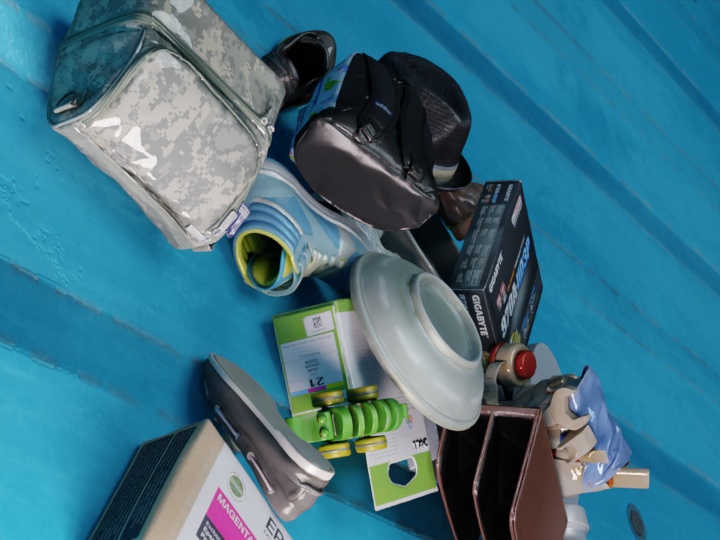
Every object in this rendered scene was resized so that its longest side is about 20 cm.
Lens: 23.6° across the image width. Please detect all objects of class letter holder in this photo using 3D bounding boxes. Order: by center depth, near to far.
[{"bbox_3d":[0.141,0.254,1.770,0.201,0.099,0.143,71,28,-46],"label":"letter holder"}]

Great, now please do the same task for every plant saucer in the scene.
[{"bbox_3d":[0.070,0.059,1.697,0.200,0.050,0.201,44,25,-26],"label":"plant saucer"}]

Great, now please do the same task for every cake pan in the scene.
[{"bbox_3d":[0.066,-0.030,1.943,0.201,0.037,0.201,52,14,-19],"label":"cake pan"}]

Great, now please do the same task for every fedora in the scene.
[{"bbox_3d":[0.061,-0.182,1.955,0.199,0.092,0.201,26,28,-15],"label":"fedora"}]

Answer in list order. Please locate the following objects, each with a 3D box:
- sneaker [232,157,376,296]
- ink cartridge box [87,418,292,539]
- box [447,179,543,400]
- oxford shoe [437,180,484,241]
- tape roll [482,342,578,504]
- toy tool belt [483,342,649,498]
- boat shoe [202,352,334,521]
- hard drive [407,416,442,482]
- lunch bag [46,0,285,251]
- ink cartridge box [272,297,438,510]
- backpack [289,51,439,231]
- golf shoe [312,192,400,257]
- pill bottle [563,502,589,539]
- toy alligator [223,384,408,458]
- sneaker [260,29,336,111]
[{"bbox_3d":[-0.058,-0.007,1.689,0.200,0.079,0.131,38,35,-30],"label":"sneaker"},{"bbox_3d":[-0.119,0.247,1.365,0.201,0.075,0.165,57,28,-20],"label":"ink cartridge box"},{"bbox_3d":[0.153,0.021,1.920,0.201,0.045,0.160,-67,148,-48],"label":"box"},{"bbox_3d":[0.116,-0.092,2.063,0.073,0.071,0.200,50,3,-8],"label":"oxford shoe"},{"bbox_3d":[0.196,0.188,1.991,0.200,0.065,0.203,-11,90,-72],"label":"tape roll"},{"bbox_3d":[0.228,0.156,1.832,0.125,0.122,0.201,-51,123,-38],"label":"toy tool belt"},{"bbox_3d":[-0.094,0.139,1.473,0.067,0.057,0.200,31,8,-42],"label":"boat shoe"},{"bbox_3d":[0.083,0.134,1.886,0.135,0.042,0.202,32,43,-51],"label":"hard drive"},{"bbox_3d":[-0.174,-0.134,1.508,0.200,0.138,0.169,45,49,-37],"label":"lunch bag"},{"bbox_3d":[-0.003,0.131,1.688,0.147,0.075,0.202,-2,80,-63],"label":"ink cartridge box"},{"bbox_3d":[0.003,-0.138,1.760,0.162,0.154,0.201,34,42,-20],"label":"backpack"},{"bbox_3d":[0.000,0.000,1.825,0.097,0.078,0.202,-14,76,-47],"label":"golf shoe"},{"bbox_3d":[0.219,0.364,1.882,0.115,0.115,0.202,32,42,-51],"label":"pill bottle"},{"bbox_3d":[-0.027,0.139,1.557,0.198,0.054,0.060,-6,85,-35],"label":"toy alligator"},{"bbox_3d":[-0.060,-0.216,1.843,0.077,0.083,0.200,62,26,-12],"label":"sneaker"}]
